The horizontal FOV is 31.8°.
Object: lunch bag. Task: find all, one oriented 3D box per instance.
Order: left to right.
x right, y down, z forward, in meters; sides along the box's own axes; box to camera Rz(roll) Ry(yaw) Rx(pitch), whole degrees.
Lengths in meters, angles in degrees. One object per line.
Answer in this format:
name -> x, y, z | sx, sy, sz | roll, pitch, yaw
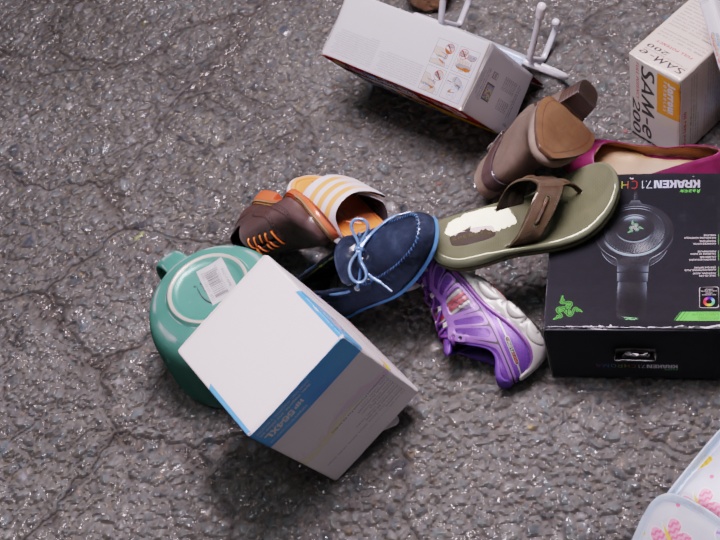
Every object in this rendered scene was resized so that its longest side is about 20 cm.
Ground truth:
lunch bag -> 0.333, 0.236, 1.051 | 0.200, 0.127, 0.169 | -44, 54, -10

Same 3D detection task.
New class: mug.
mug -> -0.157, 0.048, 1.319 | 0.184, 0.115, 0.153 | 8, 57, 19

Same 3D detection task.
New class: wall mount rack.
wall mount rack -> 0.154, -0.286, 1.442 | 0.199, 0.174, 0.075 | 24, 103, 12

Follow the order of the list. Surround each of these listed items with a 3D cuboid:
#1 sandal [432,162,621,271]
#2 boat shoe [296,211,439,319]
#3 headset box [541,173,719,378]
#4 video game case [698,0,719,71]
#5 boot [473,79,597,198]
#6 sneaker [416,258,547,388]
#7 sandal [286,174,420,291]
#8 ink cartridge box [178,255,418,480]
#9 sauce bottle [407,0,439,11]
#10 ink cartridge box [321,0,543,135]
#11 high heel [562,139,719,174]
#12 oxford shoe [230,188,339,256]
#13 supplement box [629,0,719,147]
sandal -> 0.161, -0.055, 1.234 | 0.200, 0.057, 0.080 | -20, 50, -1
boat shoe -> 0.000, 0.000, 1.277 | 0.200, 0.068, 0.085 | -40, 39, 41
headset box -> 0.273, 0.011, 1.249 | 0.173, 0.093, 0.201 | 1, 55, 16
video game case -> 0.451, -0.219, 1.308 | 0.199, 0.023, 0.183 | -16, 88, -27
boot -> 0.176, -0.124, 1.332 | 0.070, 0.146, 0.200 | 48, 37, -4
sneaker -> 0.096, 0.039, 1.278 | 0.083, 0.081, 0.200 | -45, 64, -6
sandal -> 0.003, -0.059, 1.381 | 0.079, 0.059, 0.207 | -25, 52, -34
ink cartridge box -> -0.050, 0.102, 1.214 | 0.125, 0.200, 0.129 | -47, 55, 1
sauce bottle -> 0.103, -0.424, 1.630 | 0.066, 0.066, 0.201 | 5, 57, 18
ink cartridge box -> 0.088, -0.231, 1.462 | 0.199, 0.175, 0.084 | 27, 95, 30
high heel -> 0.297, -0.124, 1.339 | 0.199, 0.096, 0.068 | 17, 61, 25
oxford shoe -> -0.083, -0.039, 1.355 | 0.073, 0.071, 0.200 | -45, 17, -15
supplement box -> 0.385, -0.237, 1.381 | 0.200, 0.126, 0.073 | -41, 56, -17
